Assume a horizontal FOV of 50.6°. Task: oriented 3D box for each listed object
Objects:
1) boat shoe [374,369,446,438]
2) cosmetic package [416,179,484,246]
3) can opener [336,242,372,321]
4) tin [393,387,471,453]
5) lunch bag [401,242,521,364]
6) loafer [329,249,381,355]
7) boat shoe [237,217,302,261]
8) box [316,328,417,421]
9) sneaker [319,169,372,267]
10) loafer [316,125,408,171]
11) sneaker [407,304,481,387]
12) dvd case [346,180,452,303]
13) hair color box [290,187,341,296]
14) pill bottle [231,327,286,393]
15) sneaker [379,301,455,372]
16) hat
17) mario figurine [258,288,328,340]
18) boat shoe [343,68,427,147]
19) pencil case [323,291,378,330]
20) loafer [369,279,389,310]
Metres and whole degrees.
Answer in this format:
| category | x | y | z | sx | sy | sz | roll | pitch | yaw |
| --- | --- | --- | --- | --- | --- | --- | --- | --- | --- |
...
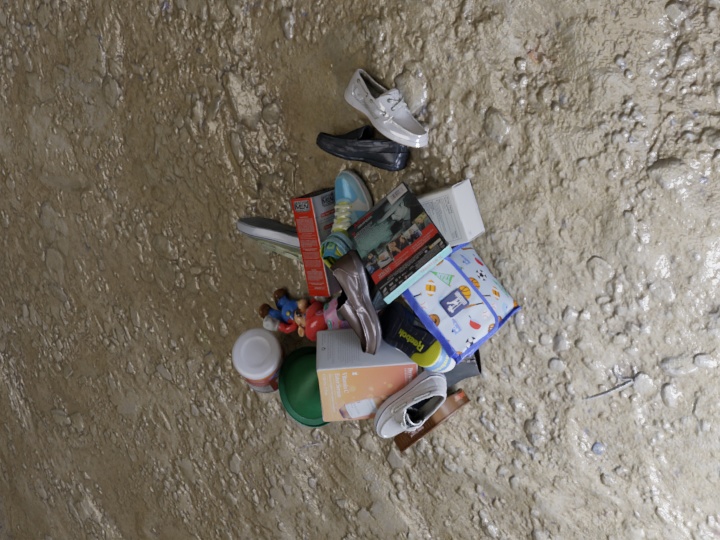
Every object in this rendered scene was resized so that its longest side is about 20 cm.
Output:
| category | x | y | z | sx | sy | sz | roll | pitch | yaw |
| --- | --- | --- | --- | --- | --- | --- | --- | --- | --- |
| boat shoe | 0.096 | 0.271 | 1.454 | 0.071 | 0.067 | 0.200 | 31 | 122 | -27 |
| cosmetic package | 0.122 | -0.090 | 1.423 | 0.197 | 0.073 | 0.106 | -13 | 99 | 39 |
| can opener | 0.000 | 0.000 | 1.470 | 0.067 | 0.052 | 0.204 | 56 | 131 | 51 |
| tin | 0.142 | 0.302 | 1.531 | 0.200 | 0.111 | 0.042 | -47 | 69 | 37 |
| lunch bag | 0.173 | 0.058 | 1.357 | 0.171 | 0.198 | 0.124 | 51 | 129 | 10 |
| loafer | -0.014 | 0.065 | 1.413 | 0.073 | 0.069 | 0.205 | -149 | 42 | -72 |
| boat shoe | -0.191 | -0.068 | 1.671 | 0.196 | 0.072 | 0.064 | 17 | 115 | 28 |
| box | 0.015 | 0.204 | 1.510 | 0.194 | 0.108 | 0.155 | -5 | 129 | 2 |
| sneaker | -0.034 | -0.089 | 1.504 | 0.078 | 0.129 | 0.206 | -4 | 104 | 39 |
| loafer | 0.004 | -0.244 | 1.462 | 0.196 | 0.068 | 0.072 | 18 | 109 | 26 |
| sneaker | 0.165 | 0.120 | 1.482 | 0.104 | 0.075 | 0.205 | -20 | 89 | 23 |
| dvd case | 0.063 | -0.054 | 1.341 | 0.145 | 0.022 | 0.202 | -39 | 45 | 9 |
| hair color box | -0.073 | -0.059 | 1.564 | 0.060 | 0.101 | 0.206 | 0 | 106 | 37 |
| pill bottle | -0.218 | 0.212 | 1.718 | 0.112 | 0.112 | 0.201 | 40 | 166 | 17 |
| sneaker | 0.103 | 0.129 | 1.418 | 0.075 | 0.081 | 0.200 | -57 | 39 | 9 |
| hat | -0.068 | 0.213 | 1.603 | 0.175 | 0.162 | 0.206 | -35 | 54 | 54 |
| mario figurine | -0.141 | 0.080 | 1.657 | 0.197 | 0.105 | 0.127 | 11 | 84 | 45 |
| boat shoe | 0.050 | -0.301 | 1.399 | 0.199 | 0.070 | 0.070 | 40 | 128 | 20 |
| pencil case | 0.009 | 0.054 | 1.543 | 0.199 | 0.087 | 0.089 | -38 | 84 | 33 |
| loafer | 0.067 | -0.013 | 1.416 | 0.064 | 0.071 | 0.202 | 56 | 130 | 30 |
